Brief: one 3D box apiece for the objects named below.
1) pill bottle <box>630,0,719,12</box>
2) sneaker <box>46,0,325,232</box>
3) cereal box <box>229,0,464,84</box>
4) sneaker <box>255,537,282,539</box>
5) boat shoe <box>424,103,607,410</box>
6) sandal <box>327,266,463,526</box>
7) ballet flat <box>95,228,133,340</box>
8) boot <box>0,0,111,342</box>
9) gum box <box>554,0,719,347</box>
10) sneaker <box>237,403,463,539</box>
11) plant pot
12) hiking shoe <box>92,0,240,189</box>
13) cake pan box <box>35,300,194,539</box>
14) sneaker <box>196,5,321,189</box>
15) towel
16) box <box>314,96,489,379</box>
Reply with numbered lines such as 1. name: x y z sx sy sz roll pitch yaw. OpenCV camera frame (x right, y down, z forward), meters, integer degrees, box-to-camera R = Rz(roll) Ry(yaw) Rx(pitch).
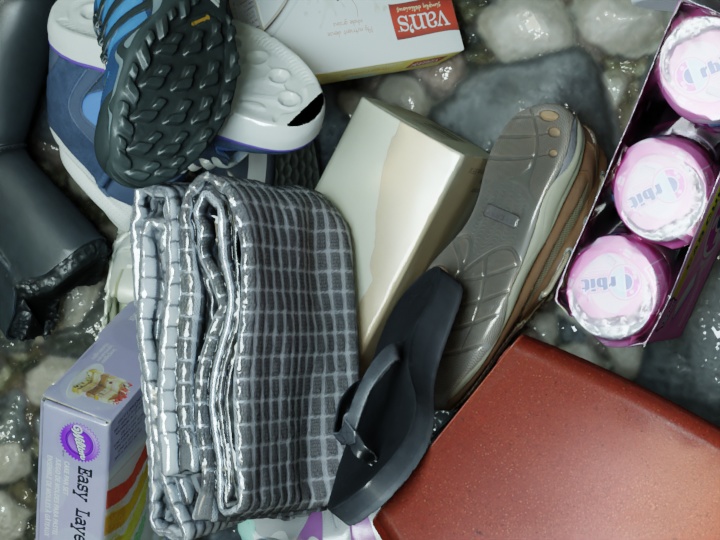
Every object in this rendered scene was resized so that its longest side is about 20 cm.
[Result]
1. pill bottle: 0.207 -0.257 1.330 0.112 0.113 0.202 1 90 18
2. sneaker: -0.105 -0.077 1.365 0.199 0.081 0.147 24 136 25
3. cereal box: -0.025 -0.217 1.397 0.039 0.143 0.202 -23 82 57
4. sneaker: -0.096 0.214 1.418 0.105 0.075 0.201 45 140 26
5. boat shoe: 0.095 -0.001 1.385 0.076 0.072 0.201 33 96 45
6. sandal: 0.010 0.069 1.290 0.043 0.201 0.076 36 126 -15
7. ballet flat: -0.141 0.038 1.472 0.071 0.072 0.202 10 93 18
8. boot: -0.214 -0.072 1.470 0.168 0.076 0.201 48 120 19
9. gum box: 0.187 -0.051 1.338 0.066 0.113 0.201 25 98 16
10. sneaker: 0.029 0.134 1.417 0.198 0.078 0.141 13 93 8
11. plant pot: 0.117 0.147 1.290 0.176 0.200 0.200 39 87 8
12. hiking shoe: -0.115 -0.128 1.272 0.086 0.074 0.201 -19 48 44
13. cake pan box: -0.134 0.111 1.378 0.052 0.200 0.186 18 121 14
14. sneaker: -0.104 -0.080 1.457 0.145 0.077 0.204 2 99 27
15. towel: -0.061 0.049 1.296 0.085 0.165 0.202 -4 87 20
16. box: 0.000 0.000 1.411 0.077 0.095 0.201 30 101 16
